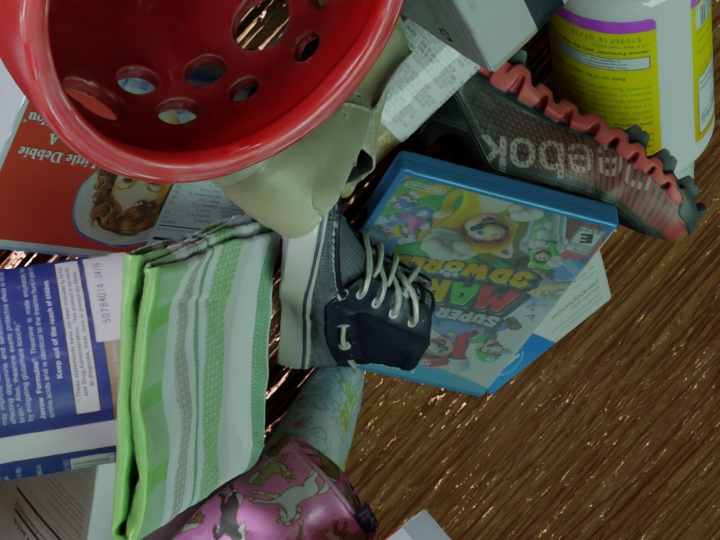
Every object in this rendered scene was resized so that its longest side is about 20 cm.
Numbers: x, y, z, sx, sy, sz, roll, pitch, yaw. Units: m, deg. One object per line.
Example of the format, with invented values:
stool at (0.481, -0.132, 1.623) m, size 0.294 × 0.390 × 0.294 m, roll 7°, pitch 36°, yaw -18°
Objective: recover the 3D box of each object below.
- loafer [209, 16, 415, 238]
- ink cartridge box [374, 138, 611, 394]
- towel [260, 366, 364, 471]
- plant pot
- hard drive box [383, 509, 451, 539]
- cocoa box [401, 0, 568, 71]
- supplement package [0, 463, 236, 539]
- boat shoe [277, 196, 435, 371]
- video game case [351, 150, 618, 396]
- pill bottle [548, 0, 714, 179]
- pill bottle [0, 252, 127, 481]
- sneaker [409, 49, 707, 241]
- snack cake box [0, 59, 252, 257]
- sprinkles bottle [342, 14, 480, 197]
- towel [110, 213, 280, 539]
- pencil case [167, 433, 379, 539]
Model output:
loafer at (-0.022, -0.077, 1.138) m, size 0.068 × 0.075 × 0.200 m, roll 60°, pitch 35°, yaw -16°
ink cartridge box at (0.088, -0.027, 1.411) m, size 0.116 × 0.067 × 0.200 m, roll -38°, pitch 139°, yaw -14°
towel at (-0.050, 0.170, 1.385) m, size 0.171 × 0.048 × 0.201 m, roll -65°, pitch 170°, yaw -66°
plant pot at (-0.100, -0.168, 1.019) m, size 0.200 × 0.183 × 0.201 m, roll -18°, pitch 129°, yaw -23°
hard drive box at (-0.018, 0.244, 1.234) m, size 0.156 × 0.077 × 0.200 m, roll -34°, pitch 166°, yaw -30°
cocoa box at (0.043, -0.232, 1.123) m, size 0.131 × 0.133 × 0.200 m, roll -43°, pitch 137°, yaw -8°
supplement package at (-0.148, 0.142, 1.292) m, size 0.113 × 0.109 × 0.201 m, roll -14°, pitch 130°, yaw -35°
boat shoe at (0.000, 0.000, 1.248) m, size 0.092 × 0.075 × 0.200 m, roll 4°, pitch 156°, yaw -1°
video game case at (0.052, 0.007, 1.333) m, size 0.142 × 0.018 × 0.200 m, roll 13°, pitch 142°, yaw -17°
pill bottle at (0.175, -0.129, 1.383) m, size 0.104 × 0.104 × 0.201 m, roll -32°, pitch 138°, yaw -20°
pill bottle at (-0.209, 0.058, 1.133) m, size 0.199 × 0.111 × 0.111 m, roll -8°, pitch 130°, yaw -9°
sneaker at (0.114, -0.064, 1.319) m, size 0.098 × 0.200 × 0.071 m, roll -58°, pitch -176°, yaw -8°
snack cake box at (-0.132, -0.069, 1.172) m, size 0.199 × 0.067 × 0.115 m, roll 7°, pitch 117°, yaw -46°
sprinkles bottle at (0.039, -0.133, 1.260) m, size 0.200 × 0.068 × 0.068 m, roll -44°, pitch 141°, yaw 5°
towel at (-0.083, 0.053, 1.122) m, size 0.200 × 0.031 × 0.150 m, roll -28°, pitch 121°, yaw -75°
pencil case at (-0.081, 0.187, 1.235) m, size 0.200 × 0.087 × 0.083 m, roll -42°, pitch 155°, yaw -2°
